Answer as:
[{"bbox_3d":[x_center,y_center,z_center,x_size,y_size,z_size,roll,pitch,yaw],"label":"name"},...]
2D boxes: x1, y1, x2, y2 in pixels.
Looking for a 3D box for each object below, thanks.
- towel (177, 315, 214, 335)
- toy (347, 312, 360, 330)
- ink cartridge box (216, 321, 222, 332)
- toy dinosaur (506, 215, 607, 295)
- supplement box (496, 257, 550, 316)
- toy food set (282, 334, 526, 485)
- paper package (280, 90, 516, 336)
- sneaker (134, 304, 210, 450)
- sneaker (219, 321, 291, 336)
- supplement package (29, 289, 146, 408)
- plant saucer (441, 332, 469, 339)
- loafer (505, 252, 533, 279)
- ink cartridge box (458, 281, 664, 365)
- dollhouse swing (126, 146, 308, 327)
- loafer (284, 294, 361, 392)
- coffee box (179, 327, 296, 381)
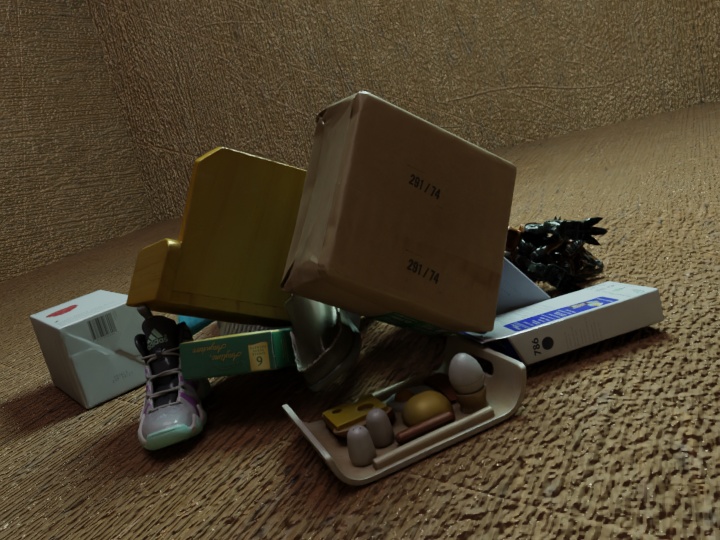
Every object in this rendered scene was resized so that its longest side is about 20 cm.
[{"bbox_3d":[-0.184,0.000,1.020,0.199,0.022,0.148,-29,46,14],"label":"towel"},{"bbox_3d":[-0.002,0.000,0.850,0.047,0.116,0.201,-15,-27,-6],"label":"toy"},{"bbox_3d":[-0.156,0.042,1.136,0.143,0.085,0.200,-15,13,-5],"label":"ink cartridge box"},{"bbox_3d":[0.230,-0.021,0.899,0.198,0.103,0.136,-7,12,-19],"label":"toy dinosaur"},{"bbox_3d":[0.152,0.001,0.888,0.061,0.109,0.200,-50,10,7],"label":"supplement box"},{"bbox_3d":[0.036,0.116,0.659,0.198,0.061,0.143,-19,14,-19],"label":"toy food set"},{"bbox_3d":[0.040,-0.046,0.707,0.198,0.193,0.103,19,-15,-27],"label":"paper package"},{"bbox_3d":[-0.226,0.108,0.803,0.077,0.141,0.200,-16,12,-7],"label":"sneaker"},{"bbox_3d":[-0.096,0.074,1.001,0.198,0.075,0.082,-10,-4,6],"label":"sneaker"},{"bbox_3d":[-0.394,0.108,1.045,0.121,0.121,0.199,-24,15,-33],"label":"supplement package"},{"bbox_3d":[0.060,-0.004,0.889,0.048,0.200,0.200,-36,14,-1],"label":"plant saucer"},{"bbox_3d":[0.177,-0.015,1.032,0.198,0.072,0.073,-13,13,9],"label":"loafer"},{"bbox_3d":[0.204,0.057,0.745,0.198,0.040,0.099,-14,7,-9],"label":"ink cartridge box"},{"bbox_3d":[-0.156,-0.032,0.859,0.198,0.178,0.181,11,-11,-32],"label":"dollhouse swing"},{"bbox_3d":[-0.051,0.051,0.744,0.075,0.070,0.200,-41,25,11],"label":"loafer"},{"bbox_3d":[-0.106,0.092,0.833,0.122,0.045,0.200,-9,-4,22],"label":"coffee box"}]
